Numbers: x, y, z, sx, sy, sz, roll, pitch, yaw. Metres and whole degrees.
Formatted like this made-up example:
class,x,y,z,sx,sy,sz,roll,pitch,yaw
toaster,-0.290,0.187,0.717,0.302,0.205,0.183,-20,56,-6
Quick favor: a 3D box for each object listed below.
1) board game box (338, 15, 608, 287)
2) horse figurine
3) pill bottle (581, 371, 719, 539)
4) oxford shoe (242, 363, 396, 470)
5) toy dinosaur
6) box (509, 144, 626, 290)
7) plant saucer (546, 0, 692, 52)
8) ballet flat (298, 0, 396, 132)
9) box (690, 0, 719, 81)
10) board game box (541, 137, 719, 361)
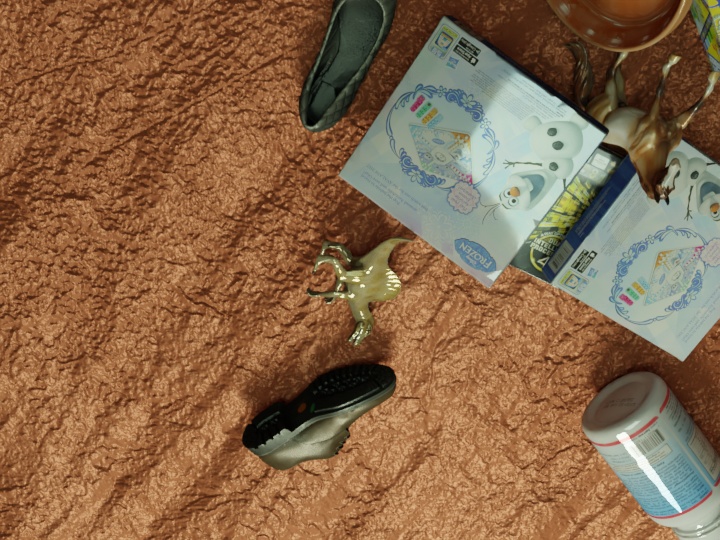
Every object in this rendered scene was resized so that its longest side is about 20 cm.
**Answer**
class,x,y,z,sx,sy,sz,roll,pitch,yaw
board game box,0.113,-0.121,1.147,0.200,0.043,0.199,37,111,5
horse figurine,0.274,-0.164,1.128,0.050,0.200,0.133,3,116,-35
pill bottle,0.351,0.221,1.288,0.109,0.109,0.200,-34,105,16
oxford shoe,-0.036,0.175,1.332,0.200,0.073,0.084,-29,123,16
toy dinosaur,0.000,0.000,1.250,0.101,0.058,0.200,19,138,-1
box,0.172,-0.091,1.216,0.200,0.049,0.161,26,108,-5
plant saucer,0.241,-0.310,1.071,0.032,0.200,0.201,-31,111,-28
ballet flat,-0.010,-0.234,1.171,0.066,0.057,0.200,21,111,-4
box,0.419,-0.301,1.077,0.200,0.122,0.193,-22,109,12
board game box,0.332,-0.027,1.202,0.199,0.043,0.200,29,108,-21
